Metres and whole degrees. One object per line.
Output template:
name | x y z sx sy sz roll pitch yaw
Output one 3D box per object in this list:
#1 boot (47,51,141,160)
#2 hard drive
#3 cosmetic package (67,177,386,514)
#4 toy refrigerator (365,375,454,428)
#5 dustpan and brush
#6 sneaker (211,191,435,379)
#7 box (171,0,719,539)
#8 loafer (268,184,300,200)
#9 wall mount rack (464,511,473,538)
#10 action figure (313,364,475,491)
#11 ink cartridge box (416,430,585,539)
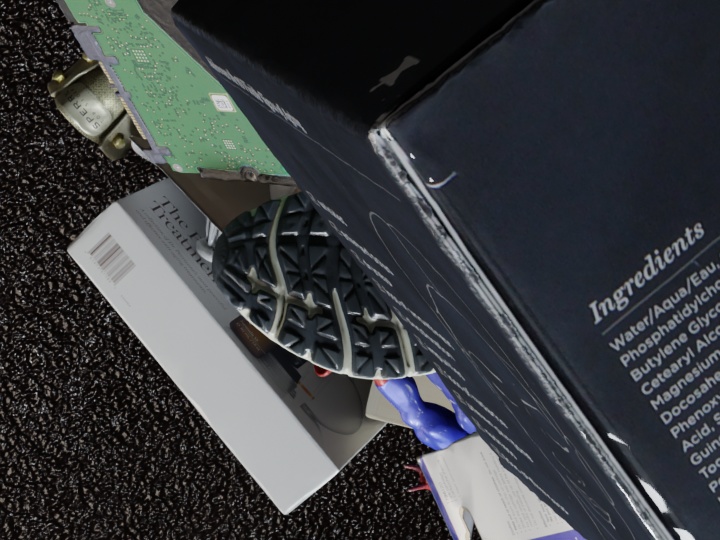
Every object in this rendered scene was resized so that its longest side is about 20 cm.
boot | -0.110 -0.136 1.023 0.072 0.154 0.200 51 175 3
hard drive | -0.026 -0.092 0.695 0.199 0.038 0.140 6 139 35
cosmetic package | -0.066 0.032 1.071 0.200 0.052 0.151 50 -158 1
toy refrigerator | 0.070 0.070 1.099 0.076 0.070 0.200 13 177 17
dustpan and brush | -0.039 -0.017 1.060 0.199 0.057 0.140 2 -146 -46
sneaker | 0.028 0.018 0.785 0.199 0.078 0.086 11 169 -15
box | 0.069 -0.017 0.477 0.197 0.124 0.200 51 176 -24
loafer | 0.000 0.000 0.919 0.071 0.073 0.200 47 170 24
wall mount rack | 0.162 0.159 1.059 0.173 0.075 0.200 2 170 28
action figure | 0.060 0.089 0.928 0.200 0.065 0.052 38 -144 -34
ink cartridge box | 0.112 0.101 0.787 0.200 0.039 0.100 -24 90 52
